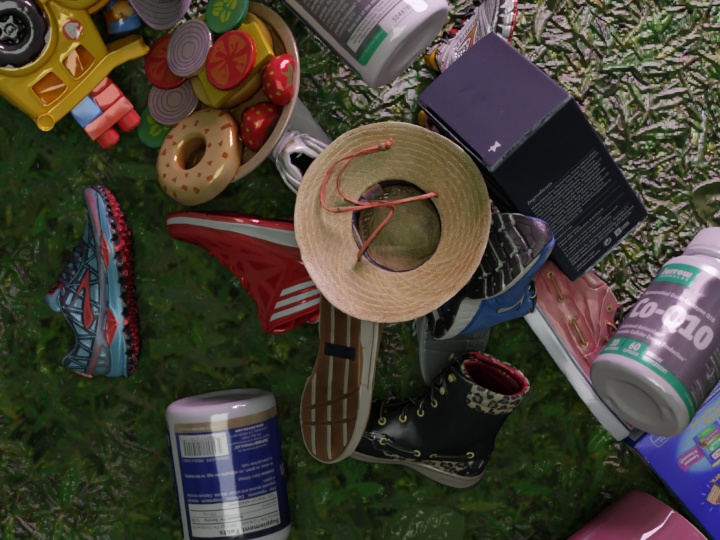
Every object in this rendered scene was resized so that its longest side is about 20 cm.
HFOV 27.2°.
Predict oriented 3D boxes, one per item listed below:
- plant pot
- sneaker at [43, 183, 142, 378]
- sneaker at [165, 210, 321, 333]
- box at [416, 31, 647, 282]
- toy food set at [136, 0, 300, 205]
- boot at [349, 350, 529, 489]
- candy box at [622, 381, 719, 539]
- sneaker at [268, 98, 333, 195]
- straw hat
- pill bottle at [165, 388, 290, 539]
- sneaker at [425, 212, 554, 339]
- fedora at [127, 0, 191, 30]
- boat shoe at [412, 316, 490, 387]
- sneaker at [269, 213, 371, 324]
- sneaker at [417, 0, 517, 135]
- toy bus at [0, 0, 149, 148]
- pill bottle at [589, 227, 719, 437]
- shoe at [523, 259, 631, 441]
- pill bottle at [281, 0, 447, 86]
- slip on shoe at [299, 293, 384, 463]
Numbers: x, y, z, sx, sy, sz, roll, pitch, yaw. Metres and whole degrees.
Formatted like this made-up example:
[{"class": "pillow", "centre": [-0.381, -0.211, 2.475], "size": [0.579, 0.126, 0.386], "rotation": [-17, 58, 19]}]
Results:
[{"class": "plant pot", "centre": [0.268, 0.332, 1.516], "size": [0.200, 0.200, 0.179], "rotation": [43, 77, -4]}, {"class": "sneaker", "centre": [-0.281, 0.013, 1.526], "size": [0.095, 0.079, 0.202], "rotation": [-4, 94, 1]}, {"class": "sneaker", "centre": [-0.118, 0.003, 1.500], "size": [0.199, 0.078, 0.117], "rotation": [9, 97, 34]}, {"class": "box", "centre": [0.168, -0.110, 1.448], "size": [0.104, 0.148, 0.200], "rotation": [-41, 135, 1]}, {"class": "toy food set", "centre": [-0.145, -0.178, 1.485], "size": [0.200, 0.049, 0.199], "rotation": [-41, 58, 22]}, {"class": "boot", "centre": [0.058, 0.133, 1.509], "size": [0.202, 0.074, 0.154], "rotation": [20, 131, -8]}, {"class": "candy box", "centre": [0.401, 0.197, 1.554], "size": [0.169, 0.077, 0.200], "rotation": [-41, 93, 1]}, {"class": "sneaker", "centre": [-0.075, -0.137, 1.502], "size": [0.200, 0.116, 0.074], "rotation": [40, 94, -1]}, {"class": "straw hat", "centre": [0.040, -0.038, 1.413], "size": [0.199, 0.085, 0.203], "rotation": [-5, 73, 17]}, {"class": "pill bottle", "centre": [-0.132, 0.229, 1.526], "size": [0.115, 0.116, 0.202], "rotation": [-7, 95, -1]}, {"class": "sneaker", "centre": [0.137, 0.002, 1.441], "size": [0.089, 0.200, 0.079], "rotation": [-5, 68, -27]}, {"class": "fedora", "centre": [-0.181, -0.343, 1.442], "size": [0.090, 0.177, 0.201], "rotation": [-11, 113, 27]}, {"class": "boat shoe", "centre": [0.092, 0.023, 1.548], "size": [0.074, 0.065, 0.204], "rotation": [-1, 99, -14]}, {"class": "sneaker", "centre": [0.000, 0.000, 1.516], "size": [0.199, 0.071, 0.113], "rotation": [1, 96, 26]}, {"class": "sneaker", "centre": [0.110, -0.228, 1.517], "size": [0.082, 0.078, 0.202], "rotation": [15, 94, -1]}, {"class": "toy bus", "centre": [-0.279, -0.228, 1.491], "size": [0.200, 0.136, 0.192], "rotation": [-43, 106, -1]}, {"class": "pill bottle", "centre": [0.327, 0.059, 1.497], "size": [0.113, 0.113, 0.200], "rotation": [42, 67, -4]}, {"class": "shoe", "centre": [0.243, 0.074, 1.545], "size": [0.091, 0.071, 0.201], "rotation": [-36, 91, 5]}, {"class": "pill bottle", "centre": [-0.019, -0.288, 1.474], "size": [0.113, 0.113, 0.200], "rotation": [-45, 82, 2]}, {"class": "slip on shoe", "centre": [-0.012, 0.091, 1.469], "size": [0.076, 0.060, 0.202], "rotation": [11, 104, 32]}]
